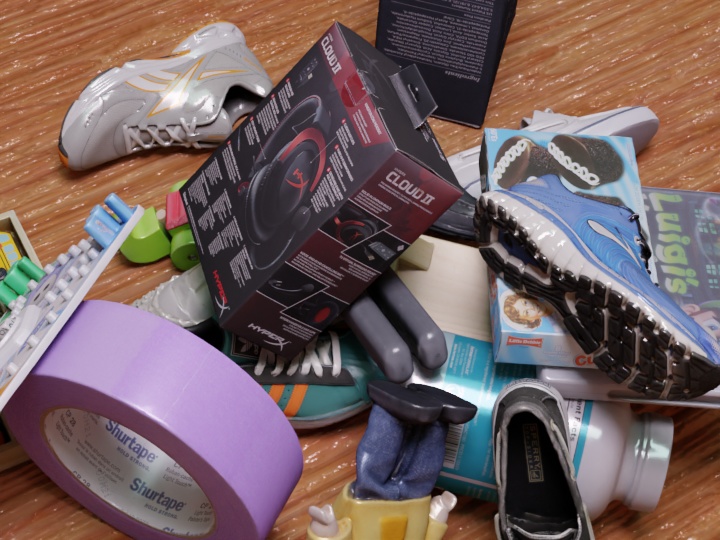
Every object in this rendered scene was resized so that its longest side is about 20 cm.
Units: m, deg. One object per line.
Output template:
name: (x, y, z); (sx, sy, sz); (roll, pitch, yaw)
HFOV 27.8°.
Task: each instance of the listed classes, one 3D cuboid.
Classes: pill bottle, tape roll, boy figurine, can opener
pill bottle: (0.119, 0.115, 1.041); (0.197, 0.111, 0.112); (14, 56, 4)
tape roll: (-0.139, 0.112, 0.968); (0.198, 0.201, 0.066); (25, 57, 13)
boy figurine: (0.011, 0.174, 0.958); (0.123, 0.203, 0.064); (10, 7, -43)
can opener: (0.000, 0.000, 1.040); (0.053, 0.068, 0.200); (-20, 35, -13)

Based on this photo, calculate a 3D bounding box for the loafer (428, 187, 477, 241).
loafer: (0.036, -0.080, 1.165); (0.199, 0.068, 0.071); (28, 99, 30)

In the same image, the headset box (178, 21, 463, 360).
headset box: (-0.026, -0.062, 1.015); (0.075, 0.200, 0.149); (28, 27, -40)

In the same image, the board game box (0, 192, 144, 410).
board game box: (-0.245, 0.048, 0.982); (0.026, 0.199, 0.201); (41, 57, -17)

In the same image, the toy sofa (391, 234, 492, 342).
toy sofa: (0.108, 0.032, 1.125); (0.197, 0.098, 0.084); (14, 78, 4)

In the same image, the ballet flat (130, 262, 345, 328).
ballet flat: (-0.093, 0.015, 1.120); (0.197, 0.072, 0.072); (-11, 57, -11)

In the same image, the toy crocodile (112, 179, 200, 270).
toy crocodile: (-0.099, -0.050, 1.150); (0.197, 0.062, 0.068); (-12, 56, 10)

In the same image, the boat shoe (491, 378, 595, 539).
boat shoe: (0.120, 0.176, 0.964); (0.070, 0.203, 0.064); (-11, 11, 10)

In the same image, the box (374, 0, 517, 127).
box: (0.081, -0.251, 1.233); (0.106, 0.201, 0.150); (14, 54, 6)

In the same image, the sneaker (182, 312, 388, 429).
sneaker: (-0.070, 0.069, 1.062); (0.197, 0.080, 0.072); (-7, 57, 1)

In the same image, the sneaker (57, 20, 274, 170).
sneaker: (-0.157, -0.131, 1.213); (0.199, 0.076, 0.092); (-34, 69, -23)

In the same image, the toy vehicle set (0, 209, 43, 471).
toy vehicle set: (-0.283, 0.055, 1.101); (0.123, 0.027, 0.201); (-23, 60, -18)

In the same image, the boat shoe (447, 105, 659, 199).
boat shoe: (0.157, -0.104, 1.216); (0.198, 0.074, 0.066); (-22, 64, -19)

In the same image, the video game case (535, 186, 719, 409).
video game case: (0.211, 0.013, 1.056); (0.179, 0.024, 0.202); (5, 47, -4)

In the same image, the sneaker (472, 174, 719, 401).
sneaker: (0.166, 0.000, 0.944); (0.089, 0.079, 0.200); (-30, 59, -25)

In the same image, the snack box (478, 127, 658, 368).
snack box: (0.147, -0.019, 1.036); (0.114, 0.037, 0.202); (3, 48, -4)
